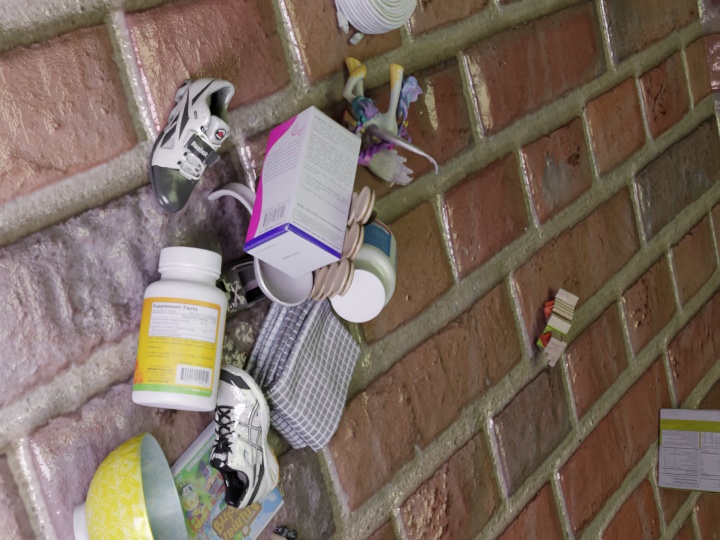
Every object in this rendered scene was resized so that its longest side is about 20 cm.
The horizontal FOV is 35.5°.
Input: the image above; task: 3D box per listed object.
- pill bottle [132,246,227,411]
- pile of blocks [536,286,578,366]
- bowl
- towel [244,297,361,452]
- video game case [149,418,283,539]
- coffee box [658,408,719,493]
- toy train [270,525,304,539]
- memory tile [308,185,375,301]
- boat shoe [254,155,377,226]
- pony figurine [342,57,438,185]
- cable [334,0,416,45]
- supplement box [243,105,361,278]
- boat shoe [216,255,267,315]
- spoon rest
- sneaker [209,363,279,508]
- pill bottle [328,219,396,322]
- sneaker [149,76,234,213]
[{"bbox_3d":[-0.232,0.077,1.467,0.110,0.110,0.204,18,73,-50],"label":"pill bottle"},{"bbox_3d":[0.401,0.111,2.346,0.061,0.083,0.201,27,45,0],"label":"pile of blocks"},{"bbox_3d":[-0.285,0.308,1.364,0.200,0.106,0.204,165,-90,-89],"label":"bowl"},{"bbox_3d":[-0.080,0.144,1.682,0.166,0.085,0.202,49,51,-39],"label":"towel"},{"bbox_3d":[-0.199,0.321,1.565,0.200,0.022,0.184,-48,124,-43],"label":"video game case"},{"bbox_3d":[0.877,0.453,2.814,0.198,0.198,0.202,13,77,-50],"label":"coffee box"},{"bbox_3d":[-0.079,0.451,1.705,0.046,0.034,0.201,-54,130,-24],"label":"toy train"},{"bbox_3d":[-0.029,-0.033,1.569,0.017,0.200,0.156,18,82,-16],"label":"memory tile"},{"bbox_3d":[-0.063,-0.128,1.693,0.197,0.072,0.077,19,50,-24],"label":"boat shoe"},{"bbox_3d":[0.033,-0.231,1.830,0.190,0.166,0.203,20,72,-16],"label":"pony figurine"},{"bbox_3d":[0.023,-0.499,1.876,0.200,0.068,0.203,-39,118,-46],"label":"cable"},{"bbox_3d":[-0.079,-0.108,1.561,0.103,0.100,0.203,29,57,-33],"label":"supplement box"},{"bbox_3d":[-0.160,0.015,1.609,0.199,0.056,0.068,-33,113,-49],"label":"boat shoe"},{"bbox_3d":[-0.136,-0.040,1.587,0.201,0.060,0.099,55,46,-3],"label":"spoon rest"},{"bbox_3d":[-0.169,0.230,1.531,0.087,0.075,0.203,-32,111,-48],"label":"sneaker"},{"bbox_3d":[0.000,0.000,1.710,0.200,0.110,0.114,-82,155,-69],"label":"pill bottle"},{"bbox_3d":[-0.223,-0.175,1.520,0.074,0.087,0.203,32,64,-48],"label":"sneaker"}]
